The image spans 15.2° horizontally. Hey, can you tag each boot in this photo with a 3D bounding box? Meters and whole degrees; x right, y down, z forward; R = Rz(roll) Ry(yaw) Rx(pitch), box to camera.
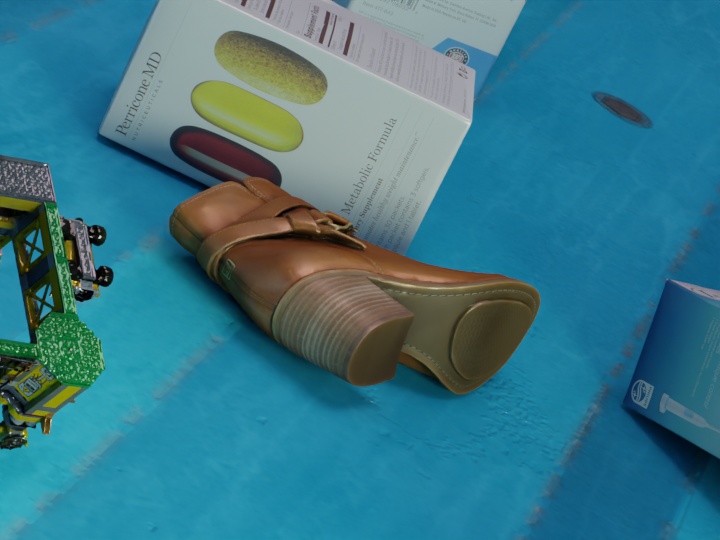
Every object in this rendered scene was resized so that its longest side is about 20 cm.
[{"bbox_3d":[0.000,0.000,1.523,0.155,0.074,0.200,36,19,31],"label":"boot"}]

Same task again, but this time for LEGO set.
[{"bbox_3d":[-0.220,0.014,1.208,0.199,0.116,0.154,1,63,-44],"label":"LEGO set"}]

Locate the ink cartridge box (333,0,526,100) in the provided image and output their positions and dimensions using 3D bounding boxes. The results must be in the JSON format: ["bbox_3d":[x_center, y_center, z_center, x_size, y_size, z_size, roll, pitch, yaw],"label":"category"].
[{"bbox_3d":[0.062,-0.256,2.014,0.128,0.201,0.125,19,22,-22],"label":"ink cartridge box"}]

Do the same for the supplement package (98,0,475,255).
[{"bbox_3d":[-0.043,-0.103,1.647,0.199,0.114,0.110,24,20,-6],"label":"supplement package"}]

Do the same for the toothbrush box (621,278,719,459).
[{"bbox_3d":[0.277,0.085,1.588,0.146,0.086,0.200,12,12,-37],"label":"toothbrush box"}]
